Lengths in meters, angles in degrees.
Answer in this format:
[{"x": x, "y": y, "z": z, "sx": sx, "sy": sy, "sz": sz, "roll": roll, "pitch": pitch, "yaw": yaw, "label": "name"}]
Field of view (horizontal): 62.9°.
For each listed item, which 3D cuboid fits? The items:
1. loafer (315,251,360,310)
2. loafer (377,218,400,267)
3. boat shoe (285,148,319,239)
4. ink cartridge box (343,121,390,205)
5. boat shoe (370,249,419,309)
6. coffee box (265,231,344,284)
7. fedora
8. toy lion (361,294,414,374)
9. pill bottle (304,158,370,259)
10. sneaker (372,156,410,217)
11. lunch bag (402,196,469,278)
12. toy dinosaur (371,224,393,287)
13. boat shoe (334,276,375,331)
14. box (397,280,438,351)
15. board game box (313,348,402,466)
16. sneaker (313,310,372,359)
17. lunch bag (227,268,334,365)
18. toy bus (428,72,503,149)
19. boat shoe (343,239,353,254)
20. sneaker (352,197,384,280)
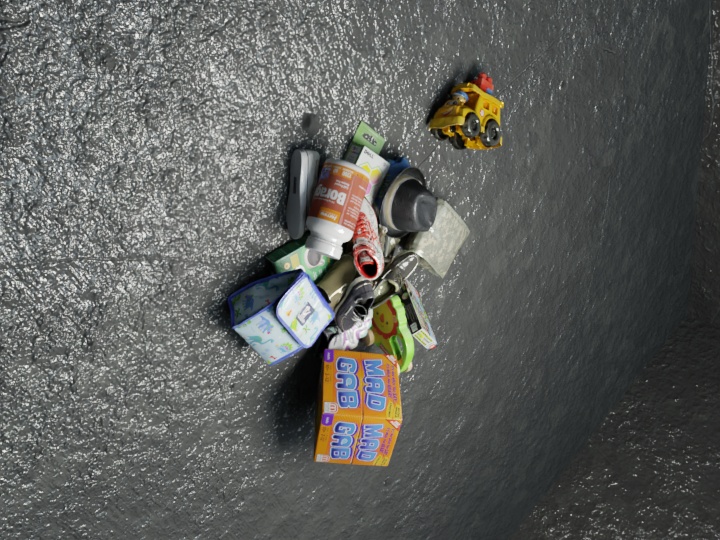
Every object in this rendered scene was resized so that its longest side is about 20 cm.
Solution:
[{"x": -0.065, "y": 0.041, "z": 1.439, "sx": 0.202, "sy": 0.076, "sz": 0.067, "roll": -56, "pitch": 158, "yaw": 17, "label": "loafer"}, {"x": 0.075, "y": -0.069, "z": 1.571, "sx": 0.068, "sy": 0.075, "sz": 0.205, "roll": 2, "pitch": 108, "yaw": -38, "label": "loafer"}, {"x": -0.127, "y": -0.173, "z": 1.345, "sx": 0.064, "sy": 0.071, "sz": 0.206, "roll": -5, "pitch": 105, "yaw": -35, "label": "boat shoe"}, {"x": 0.007, "y": -0.244, "z": 1.436, "sx": 0.103, "sy": 0.059, "sz": 0.204, "roll": 24, "pitch": 92, "yaw": -45, "label": "ink cartridge box"}, {"x": 0.080, "y": 0.031, "z": 1.508, "sx": 0.200, "sy": 0.066, "sz": 0.072, "roll": -40, "pitch": 121, "yaw": -6, "label": "boat shoe"}, {"x": -0.128, "y": -0.023, "z": 1.429, "sx": 0.198, "sy": 0.044, "sz": 0.125, "roll": -33, "pitch": 131, "yaw": -27, "label": "coffee box"}, {"x": 0.133, "y": -0.154, "z": 1.468, "sx": 0.199, "sy": 0.091, "sz": 0.204, "roll": -33, "pitch": 139, "yaw": -34, "label": "fedora"}, {"x": 0.080, "y": 0.158, "z": 1.607, "sx": 0.068, "sy": 0.201, "sz": 0.195, "roll": -15, "pitch": 138, "yaw": -34, "label": "toy lion"}, {"x": -0.056, "y": -0.135, "z": 1.310, "sx": 0.111, "sy": 0.111, "sz": 0.205, "roll": 21, "pitch": 85, "yaw": -45, "label": "pill bottle"}, {"x": 0.061, "y": -0.218, "z": 1.504, "sx": 0.199, "sy": 0.075, "sz": 0.106, "roll": -41, "pitch": 116, "yaw": -24, "label": "sneaker"}, {"x": 0.202, "y": -0.096, "z": 1.631, "sx": 0.166, "sy": 0.116, "sz": 0.200, "roll": -58, "pitch": 150, "yaw": -4, "label": "lunch bag"}, {"x": 0.017, "y": -0.026, "z": 1.471, "sx": 0.101, "sy": 0.077, "sz": 0.202, "roll": 33, "pitch": 103, "yaw": -9, "label": "toy dinosaur"}, {"x": -0.013, "y": 0.099, "z": 1.445, "sx": 0.071, "sy": 0.063, "sz": 0.202, "roll": -11, "pitch": 145, "yaw": -29, "label": "boat shoe"}, {"x": 0.153, "y": 0.116, "z": 1.652, "sx": 0.034, "sy": 0.203, "sz": 0.110, "roll": -31, "pitch": 138, "yaw": 15, "label": "box"}, {"x": -0.013, "y": 0.354, "z": 1.519, "sx": 0.194, "sy": 0.202, "sz": 0.203, "roll": 6, "pitch": 130, "yaw": -7, "label": "board game box"}, {"x": -0.055, "y": 0.154, "z": 1.557, "sx": 0.139, "sy": 0.077, "sz": 0.203, "roll": 30, "pitch": 88, "yaw": -47, "label": "sneaker"}, {"x": -0.176, "y": 0.100, "z": 1.347, "sx": 0.197, "sy": 0.129, "sz": 0.171, "roll": -29, "pitch": 134, "yaw": 4, "label": "lunch bag"}, {"x": 0.292, "y": -0.433, "z": 1.572, "sx": 0.197, "sy": 0.134, "sz": 0.197, "roll": 9, "pitch": 91, "yaw": -41, "label": "toy bus"}, {"x": 0.000, "y": 0.000, "z": 1.540, "sx": 0.069, "sy": 0.070, "sz": 0.204, "roll": -25, "pitch": 116, "yaw": -12, "label": "boat shoe"}, {"x": 0.008, "y": -0.079, "z": 1.361, "sx": 0.066, "sy": 0.108, "sz": 0.206, "roll": -14, "pitch": 102, "yaw": 12, "label": "sneaker"}]
